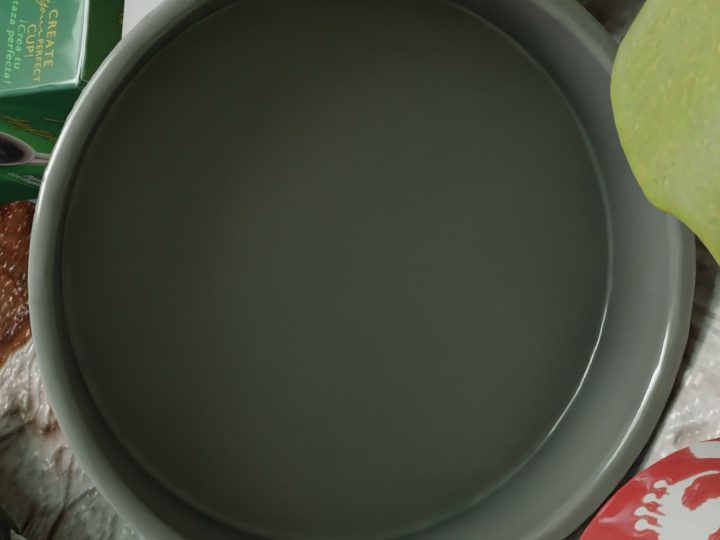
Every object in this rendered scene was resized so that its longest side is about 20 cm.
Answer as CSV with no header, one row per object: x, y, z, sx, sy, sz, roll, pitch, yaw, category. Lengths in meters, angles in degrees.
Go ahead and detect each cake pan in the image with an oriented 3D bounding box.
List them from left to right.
0.000,0.000,0.721,0.200,0.200,0.037,-64,16,0,cake pan

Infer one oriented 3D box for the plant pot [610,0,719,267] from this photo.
0.162,-0.072,0.573,0.184,0.200,0.201,-51,35,37,plant pot

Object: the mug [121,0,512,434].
-0.012,-0.017,0.818,0.149,0.187,0.153,10,84,21,mug

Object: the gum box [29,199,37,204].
-0.135,-0.136,1.100,0.170,0.045,0.200,-58,36,7,gum box

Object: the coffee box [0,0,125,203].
-0.146,-0.064,0.953,0.200,0.123,0.044,-5,73,34,coffee box

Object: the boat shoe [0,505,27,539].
-0.160,0.113,0.948,0.200,0.064,0.071,58,146,26,boat shoe

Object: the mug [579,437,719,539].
0.155,0.105,0.536,0.200,0.177,0.134,16,118,59,mug
